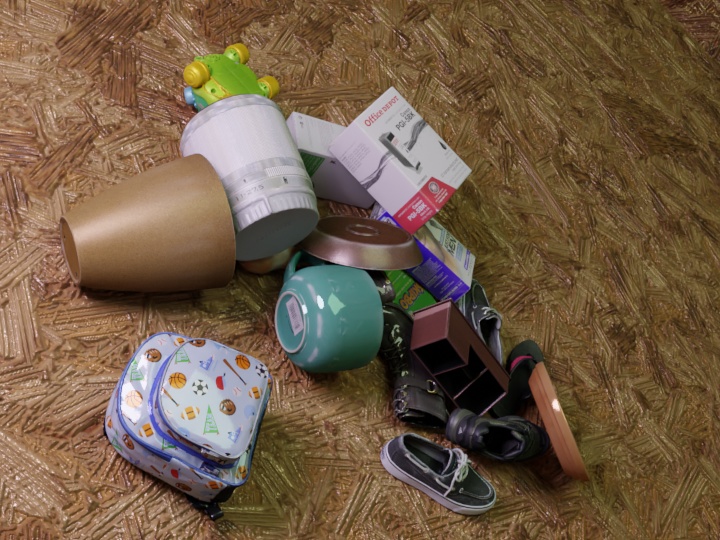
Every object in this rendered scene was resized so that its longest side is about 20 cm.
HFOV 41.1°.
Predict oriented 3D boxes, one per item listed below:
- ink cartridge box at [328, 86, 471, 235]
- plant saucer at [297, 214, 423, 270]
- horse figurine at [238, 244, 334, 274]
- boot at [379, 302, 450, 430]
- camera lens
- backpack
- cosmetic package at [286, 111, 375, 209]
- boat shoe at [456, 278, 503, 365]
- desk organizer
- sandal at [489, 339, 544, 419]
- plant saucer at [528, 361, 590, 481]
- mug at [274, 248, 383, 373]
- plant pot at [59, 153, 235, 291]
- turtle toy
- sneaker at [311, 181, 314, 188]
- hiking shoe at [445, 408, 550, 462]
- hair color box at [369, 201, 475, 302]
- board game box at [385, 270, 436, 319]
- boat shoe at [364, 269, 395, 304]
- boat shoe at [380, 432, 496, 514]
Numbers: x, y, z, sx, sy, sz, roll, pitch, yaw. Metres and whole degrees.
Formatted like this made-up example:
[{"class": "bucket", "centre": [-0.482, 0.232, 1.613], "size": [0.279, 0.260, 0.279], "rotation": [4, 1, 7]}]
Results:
[{"class": "ink cartridge box", "centre": [0.067, -0.182, 1.579], "size": [0.200, 0.083, 0.147], "rotation": [46, 45, -4]}, {"class": "plant saucer", "centre": [0.001, -0.048, 1.470], "size": [0.197, 0.035, 0.201], "rotation": [8, 18, -3]}, {"class": "horse figurine", "centre": [-0.142, -0.039, 1.480], "size": [0.198, 0.050, 0.134], "rotation": [0, 52, -41]}, {"class": "boot", "centre": [0.062, 0.148, 1.474], "size": [0.198, 0.069, 0.176], "rotation": [24, 45, -25]}, {"class": "camera lens", "centre": [-0.160, -0.137, 1.382], "size": [0.158, 0.160, 0.202], "rotation": [-7, 66, -41]}, {"class": "backpack", "centre": [-0.213, 0.173, 1.186], "size": [0.188, 0.155, 0.202], "rotation": [21, 48, -9]}, {"class": "cosmetic package", "centre": [-0.048, -0.185, 1.628], "size": [0.197, 0.108, 0.086], "rotation": [11, 51, -30]}, {"class": "boat shoe", "centre": [0.212, 0.095, 1.629], "size": [0.071, 0.071, 0.203], "rotation": [20, 50, -34]}, {"class": "desk organizer", "centre": [0.156, 0.145, 1.490], "size": [0.201, 0.071, 0.078], "rotation": [51, 33, -32]}, {"class": "sandal", "centre": [0.276, 0.184, 1.632], "size": [0.075, 0.045, 0.200], "rotation": [44, 42, 0]}, {"class": "plant saucer", "centre": [0.318, 0.248, 1.553], "size": [0.200, 0.037, 0.203], "rotation": [-23, 91, -81]}, {"class": "mug", "centre": [-0.063, 0.065, 1.394], "size": [0.113, 0.155, 0.184], "rotation": [-4, 20, -35]}, {"class": "plant pot", "centre": [-0.293, -0.046, 1.288], "size": [0.198, 0.187, 0.188], "rotation": [-15, 66, -29]}, {"class": "turtle toy", "centre": [-0.208, -0.272, 1.575], "size": [0.200, 0.101, 0.146], "rotation": [48, 42, 3]}, {"class": "sneaker", "centre": [-0.147, -0.154, 1.511], "size": [0.199, 0.091, 0.078], "rotation": [34, 27, 17]}, {"class": "hiking shoe", "centre": [0.227, 0.267, 1.470], "size": [0.198, 0.077, 0.100], "rotation": [13, 7, -32]}, {"class": "hair color box", "centre": [0.104, -0.044, 1.640], "size": [0.199, 0.065, 0.110], "rotation": [40, 30, -12]}, {"class": "board game box", "centre": [0.049, 0.005, 1.610], "size": [0.095, 0.030, 0.201], "rotation": [-21, 69, -48]}, {"class": "boat shoe", "centre": [0.000, 0.000, 1.498], "size": [0.060, 0.073, 0.202], "rotation": [-9, 31, -13]}, {"class": "boat shoe", "centre": [0.128, 0.293, 1.410], "size": [0.198, 0.068, 0.074], "rotation": [32, 43, -14]}]
